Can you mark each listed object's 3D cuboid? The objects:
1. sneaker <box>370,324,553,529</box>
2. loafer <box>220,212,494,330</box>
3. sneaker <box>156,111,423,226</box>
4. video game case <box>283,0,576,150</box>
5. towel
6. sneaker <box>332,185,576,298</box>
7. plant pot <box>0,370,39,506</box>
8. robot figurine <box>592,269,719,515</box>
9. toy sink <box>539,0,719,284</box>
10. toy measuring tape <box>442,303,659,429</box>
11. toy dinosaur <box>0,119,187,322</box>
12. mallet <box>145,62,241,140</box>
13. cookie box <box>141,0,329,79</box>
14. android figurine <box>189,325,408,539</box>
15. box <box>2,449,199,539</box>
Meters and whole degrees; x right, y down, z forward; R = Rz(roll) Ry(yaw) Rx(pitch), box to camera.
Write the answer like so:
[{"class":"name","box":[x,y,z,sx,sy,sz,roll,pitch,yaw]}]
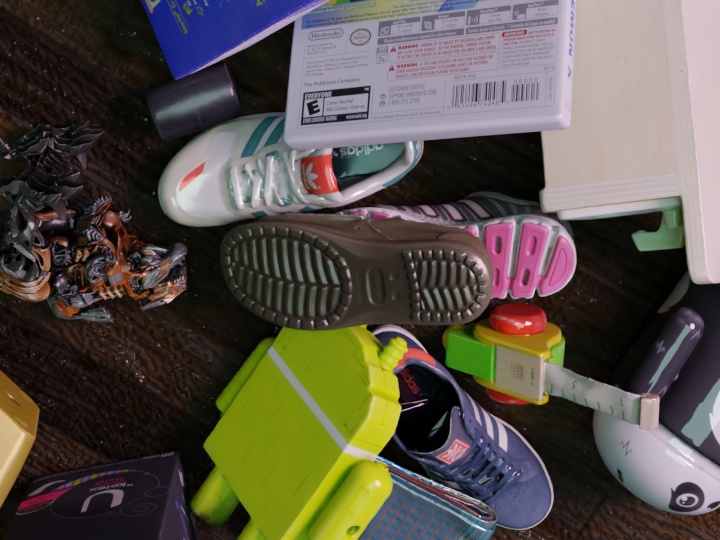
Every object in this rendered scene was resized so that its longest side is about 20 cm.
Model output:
[{"class":"sneaker","box":[0.070,0.129,1.100,0.200,0.085,0.075,43,96,-14]},{"class":"loafer","box":[0.000,0.000,1.024,0.197,0.067,0.077,8,107,19]},{"class":"sneaker","box":[-0.049,-0.074,1.048,0.197,0.093,0.071,-13,102,0]},{"class":"video game case","box":[0.046,-0.175,0.986,0.198,0.022,0.185,-2,75,27]},{"class":"towel","box":[-0.002,0.228,1.125,0.145,0.022,0.201,25,117,-7]},{"class":"sneaker","box":[0.065,-0.019,1.079,0.197,0.087,0.075,-1,107,21]},{"class":"plant pot","box":[-0.330,0.124,1.035,0.200,0.200,0.177,44,86,-10]},{"class":"robot figurine","box":[0.255,0.080,1.079,0.149,0.125,0.201,34,98,-10]},{"class":"toy sink","box":[0.186,-0.089,1.004,0.111,0.130,0.203,-6,90,28]},{"class":"toy measuring tape","box":[0.140,0.068,1.063,0.073,0.199,0.075,-16,113,-43]},{"class":"toy dinosaur","box":[-0.222,-0.020,1.055,0.197,0.102,0.137,-7,125,-20]},{"class":"mallet","box":[-0.153,-0.188,1.050,0.065,0.041,0.202,-27,98,0]},{"class":"cookie box","box":[-0.082,-0.235,0.949,0.075,0.199,0.173,-27,97,-33]},{"class":"android figurine","box":[-0.041,0.114,1.055,0.041,0.182,0.201,27,102,-43]},{"class":"box","box":[-0.179,0.216,1.049,0.121,0.200,0.108,-11,103,-1]}]
